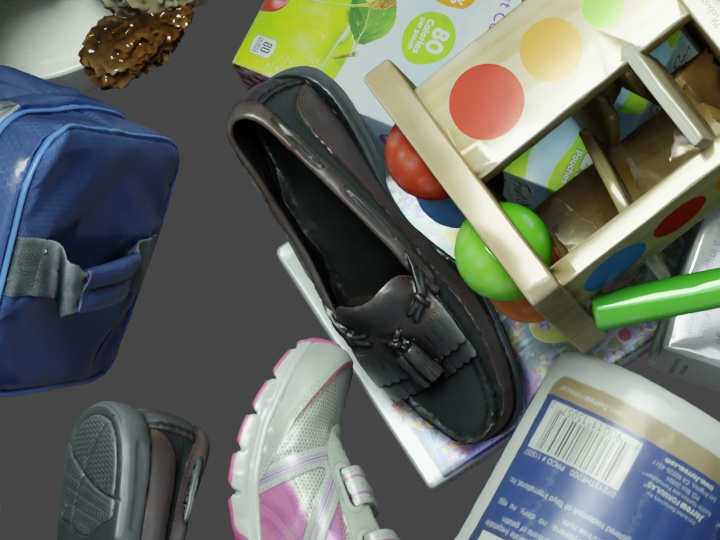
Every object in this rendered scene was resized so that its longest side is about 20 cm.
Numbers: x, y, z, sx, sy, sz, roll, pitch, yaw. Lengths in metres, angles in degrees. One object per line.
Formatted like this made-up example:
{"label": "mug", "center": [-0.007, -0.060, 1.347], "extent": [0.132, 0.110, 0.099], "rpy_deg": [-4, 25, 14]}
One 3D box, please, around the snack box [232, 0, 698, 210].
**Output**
{"label": "snack box", "center": [0.065, -0.125, 1.367], "extent": [0.199, 0.068, 0.169], "rpy_deg": [22, 76, 18]}

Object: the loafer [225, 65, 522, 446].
{"label": "loafer", "center": [0.000, 0.000, 1.315], "extent": [0.072, 0.063, 0.201], "rpy_deg": [-34, 88, 31]}

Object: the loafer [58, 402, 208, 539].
{"label": "loafer", "center": [-0.106, 0.164, 1.302], "extent": [0.063, 0.072, 0.202], "rpy_deg": [9, 87, -37]}

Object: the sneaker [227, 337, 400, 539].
{"label": "sneaker", "center": [-0.014, 0.132, 1.312], "extent": [0.088, 0.081, 0.202], "rpy_deg": [4, 81, 11]}

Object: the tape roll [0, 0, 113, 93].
{"label": "tape roll", "center": [-0.172, -0.184, 1.438], "extent": [0.201, 0.037, 0.204], "rpy_deg": [-1, 75, 5]}

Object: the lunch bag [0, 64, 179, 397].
{"label": "lunch bag", "center": [-0.168, -0.020, 1.301], "extent": [0.132, 0.200, 0.137], "rpy_deg": [18, 98, 14]}

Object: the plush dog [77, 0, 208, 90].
{"label": "plush dog", "center": [-0.132, -0.187, 1.362], "extent": [0.171, 0.160, 0.201], "rpy_deg": [25, 96, -6]}

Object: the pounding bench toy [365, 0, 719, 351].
{"label": "pounding bench toy", "center": [0.118, -0.030, 1.211], "extent": [0.156, 0.124, 0.200], "rpy_deg": [-38, 71, 5]}

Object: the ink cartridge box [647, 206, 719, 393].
{"label": "ink cartridge box", "center": [0.250, 0.006, 1.306], "extent": [0.199, 0.088, 0.146], "rpy_deg": [20, 82, 3]}

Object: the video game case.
{"label": "video game case", "center": [0.079, -0.005, 1.373], "extent": [0.199, 0.018, 0.144], "rpy_deg": [-33, 75, -3]}

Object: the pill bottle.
{"label": "pill bottle", "center": [0.091, 0.148, 1.279], "extent": [0.111, 0.111, 0.201], "rpy_deg": [28, 83, 12]}
